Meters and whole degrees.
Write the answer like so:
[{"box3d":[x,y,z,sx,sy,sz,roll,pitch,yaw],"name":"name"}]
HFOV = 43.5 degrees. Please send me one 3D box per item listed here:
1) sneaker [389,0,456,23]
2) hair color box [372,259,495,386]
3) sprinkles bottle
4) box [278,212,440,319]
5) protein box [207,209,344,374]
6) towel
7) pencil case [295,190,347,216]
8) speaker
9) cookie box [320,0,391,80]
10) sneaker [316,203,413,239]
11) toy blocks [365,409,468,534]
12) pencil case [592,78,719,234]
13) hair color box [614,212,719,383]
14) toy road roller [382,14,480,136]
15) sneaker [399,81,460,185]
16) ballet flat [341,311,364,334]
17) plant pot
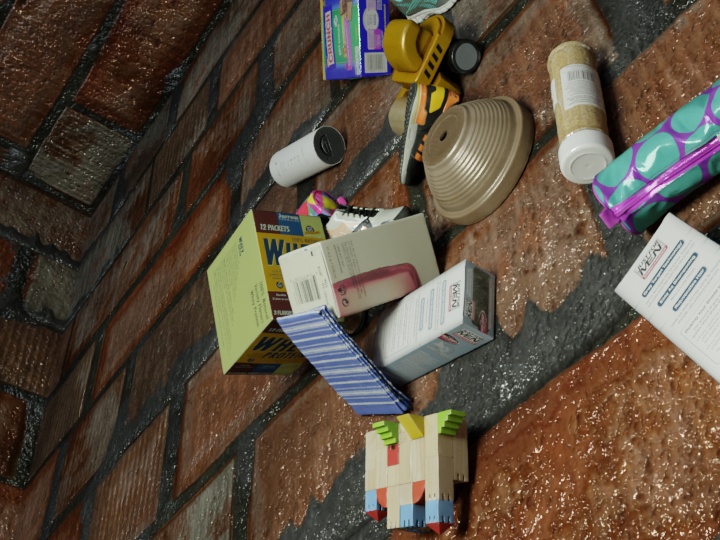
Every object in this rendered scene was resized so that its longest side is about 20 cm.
[{"box3d":[0.121,-0.531,1.703,0.199,0.090,0.079,-14,56,57],"name":"sneaker"},{"box3d":[0.099,0.077,1.252,0.199,0.060,0.101,-35,39,46],"name":"hair color box"},{"box3d":[0.281,-0.206,1.157,0.068,0.067,0.203,-38,36,40],"name":"sprinkles bottle"},{"box3d":[0.000,0.000,1.323,0.127,0.197,0.112,-16,90,55],"name":"box"},{"box3d":[-0.146,0.041,1.498,0.200,0.132,0.202,-45,50,46],"name":"protein box"},{"box3d":[-0.025,0.132,1.291,0.024,0.201,0.144,-48,16,-28],"name":"towel"},{"box3d":[-0.107,-0.061,1.728,0.201,0.087,0.089,-49,30,24],"name":"pencil case"},{"box3d":[-0.114,-0.237,1.889,0.199,0.080,0.083,-17,52,56],"name":"speaker"},{"box3d":[-0.013,-0.481,1.848,0.199,0.074,0.176,-160,65,-64],"name":"cookie box"},{"box3d":[-0.004,-0.076,1.500,0.197,0.081,0.074,-17,16,32],"name":"sneaker"},{"box3d":[0.068,0.264,1.131,0.199,0.098,0.140,-27,56,50],"name":"toy blocks"},{"box3d":[0.343,-0.123,0.954,0.200,0.085,0.093,-42,5,38],"name":"pencil case"},{"box3d":[0.337,0.035,0.854,0.101,0.060,0.201,-57,28,14],"name":"hair color box"},{"box3d":[0.093,-0.335,1.523,0.203,0.144,0.123,-63,26,2],"name":"toy road roller"},{"box3d":[0.111,-0.210,1.454,0.202,0.088,0.071,96,178,-49],"name":"sneaker"},{"box3d":[-0.031,0.019,1.532,0.071,0.064,0.202,-52,28,31],"name":"ballet flat"},{"box3d":[0.156,-0.179,1.336,0.200,0.092,0.204,-42,33,36],"name":"plant pot"}]
